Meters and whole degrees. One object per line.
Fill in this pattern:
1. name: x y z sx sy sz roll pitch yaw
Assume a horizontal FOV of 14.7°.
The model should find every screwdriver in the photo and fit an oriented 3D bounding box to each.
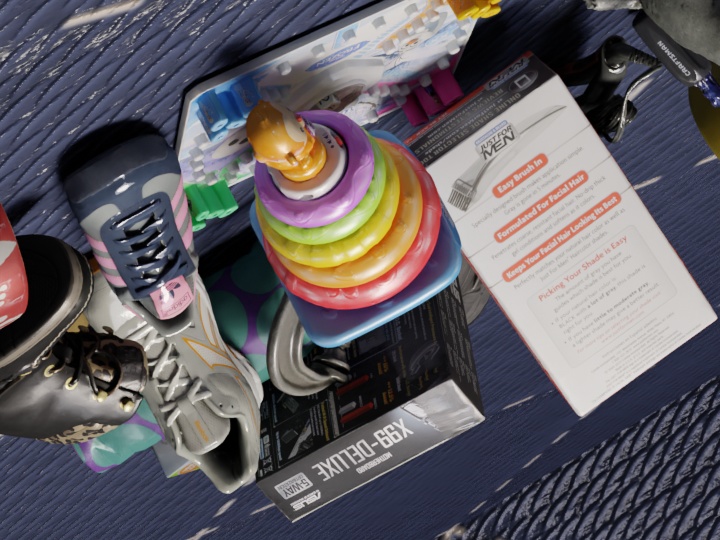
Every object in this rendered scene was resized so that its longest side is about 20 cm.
1. screwdriver: 0.250 -0.098 1.854 0.029 0.200 0.028 -39 -168 1

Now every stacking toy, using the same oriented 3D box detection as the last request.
1. stacking toy: -0.023 -0.050 1.577 0.110 0.116 0.200 -30 154 4

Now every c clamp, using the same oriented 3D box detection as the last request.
1. c clamp: 0.000 0.000 1.847 0.200 0.027 0.171 -64 157 -12

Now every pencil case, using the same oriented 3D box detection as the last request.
1. pencil case: -0.119 0.055 1.896 0.200 0.092 0.085 -31 124 13

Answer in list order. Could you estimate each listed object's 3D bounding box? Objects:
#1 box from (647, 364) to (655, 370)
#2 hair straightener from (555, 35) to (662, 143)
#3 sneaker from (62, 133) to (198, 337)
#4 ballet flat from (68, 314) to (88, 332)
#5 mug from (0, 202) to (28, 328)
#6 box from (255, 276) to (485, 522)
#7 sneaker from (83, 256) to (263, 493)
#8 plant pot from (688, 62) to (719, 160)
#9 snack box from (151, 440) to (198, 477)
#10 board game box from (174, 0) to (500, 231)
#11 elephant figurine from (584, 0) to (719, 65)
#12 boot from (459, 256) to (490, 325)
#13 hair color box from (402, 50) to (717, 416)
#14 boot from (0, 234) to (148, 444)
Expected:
1. box: 0.132 -0.020 1.870 0.035 0.200 0.110 -29 168 4
2. hair straightener: 0.159 -0.104 1.792 0.041 0.077 0.200 -6 176 -13
3. sneaker: -0.121 -0.018 1.605 0.070 0.082 0.200 -27 167 -3
4. ballet flat: -0.248 0.077 1.755 0.200 0.063 0.069 -22 166 -29
5. mug: -0.265 0.010 1.310 0.200 0.134 0.178 -27 170 -23
6. box: -0.003 0.058 1.924 0.158 0.200 0.050 -29 127 16
7. sneaker: -0.114 0.064 1.777 0.076 0.092 0.200 -28 133 11
8. plant pot: 0.358 -0.147 1.921 0.201 0.201 0.189 -14 145 -48
9. snack box: -0.060 0.087 2.221 0.200 0.053 0.142 -39 163 36
10. board game box: -0.015 -0.100 1.639 0.200 0.026 0.200 -26 167 -15
11. elephant figurine: 0.269 -0.138 1.697 0.141 0.200 0.155 -17 163 -43
12. boot: 0.044 0.043 2.117 0.200 0.070 0.132 -55 158 18
13. hair color box: 0.122 -0.022 1.735 0.111 0.200 0.064 -35 -157 0
14. boot: -0.188 0.047 1.653 0.150 0.073 0.200 10 142 -45
